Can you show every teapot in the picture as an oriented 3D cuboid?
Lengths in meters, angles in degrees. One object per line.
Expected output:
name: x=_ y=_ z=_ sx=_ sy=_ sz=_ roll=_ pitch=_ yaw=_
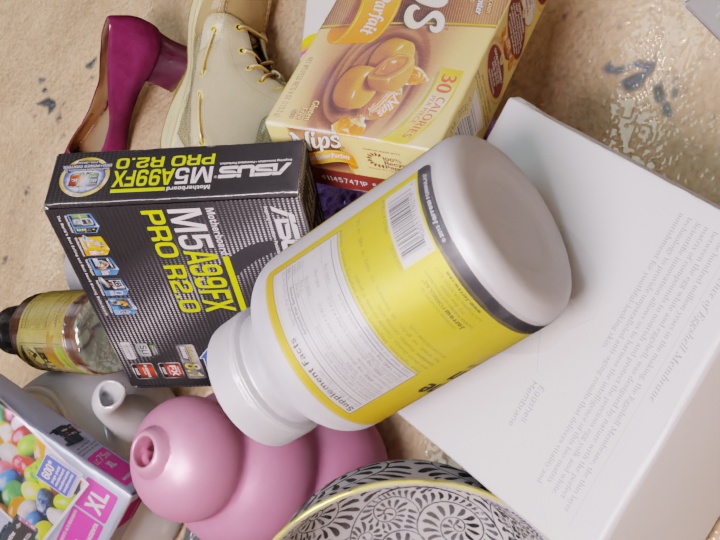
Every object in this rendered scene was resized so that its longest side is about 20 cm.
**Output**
teapot: x=-0.242 y=0.159 z=1.029 sx=0.196 sy=0.145 sz=0.202 roll=22 pitch=93 yaw=42

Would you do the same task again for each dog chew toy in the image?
dog chew toy: x=-0.070 y=0.131 z=0.855 sx=0.123 sy=0.199 sz=0.126 roll=-13 pitch=68 yaw=37

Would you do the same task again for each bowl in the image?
bowl: x=0.028 y=0.188 z=0.798 sx=0.201 sy=0.200 sz=0.094 roll=-48 pitch=17 yaw=19

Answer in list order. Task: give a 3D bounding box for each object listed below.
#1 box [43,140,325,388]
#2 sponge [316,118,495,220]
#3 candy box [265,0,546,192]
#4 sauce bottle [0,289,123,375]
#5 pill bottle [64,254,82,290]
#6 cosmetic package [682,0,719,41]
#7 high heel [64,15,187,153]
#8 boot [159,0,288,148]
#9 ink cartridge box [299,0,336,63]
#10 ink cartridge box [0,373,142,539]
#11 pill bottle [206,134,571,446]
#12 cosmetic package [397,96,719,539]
box: x=-0.096 y=0.003 z=0.833 sx=0.158 sy=0.201 sz=0.045 roll=-1 pitch=52 yaw=9
sponge: x=0.007 y=-0.041 z=0.867 sx=0.198 sy=0.112 sz=0.030 roll=-11 pitch=33 yaw=19
candy box: x=0.036 y=-0.139 z=0.809 sx=0.114 sy=0.056 sz=0.201 roll=12 pitch=57 yaw=24
sauce bottle: x=-0.234 y=0.047 z=1.005 sx=0.199 sy=0.064 sz=0.066 roll=-4 pitch=74 yaw=56
pill bottle: x=-0.156 y=-0.004 z=1.017 sx=0.199 sy=0.111 sz=0.114 roll=2 pitch=78 yaw=52
cosmetic package: x=0.279 y=-0.097 z=0.690 sx=0.090 sy=0.106 sz=0.201 roll=-44 pitch=52 yaw=21
high heel: x=-0.241 y=-0.144 z=1.149 sx=0.200 sy=0.096 sz=0.068 roll=-51 pitch=51 yaw=17
boot: x=-0.077 y=-0.159 z=1.030 sx=0.154 sy=0.072 sz=0.202 roll=19 pitch=92 yaw=42
ink cartridge box: x=0.020 y=-0.161 z=0.931 sx=0.115 sy=0.067 sz=0.203 roll=-7 pitch=66 yaw=27
ink cartridge box: x=-0.261 y=0.148 z=0.942 sx=0.199 sy=0.042 sz=0.120 roll=33 pitch=110 yaw=10
pill bottle: x=0.010 y=0.020 z=0.717 sx=0.199 sy=0.111 sz=0.113 roll=-33 pitch=58 yaw=30
cosmetic package: x=0.139 y=0.040 z=0.756 sx=0.200 sy=0.122 sz=0.201 roll=37 pitch=102 yaw=42
